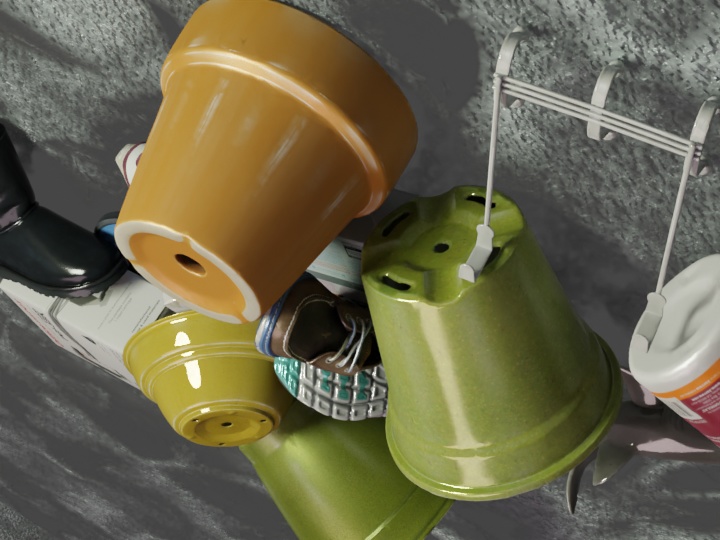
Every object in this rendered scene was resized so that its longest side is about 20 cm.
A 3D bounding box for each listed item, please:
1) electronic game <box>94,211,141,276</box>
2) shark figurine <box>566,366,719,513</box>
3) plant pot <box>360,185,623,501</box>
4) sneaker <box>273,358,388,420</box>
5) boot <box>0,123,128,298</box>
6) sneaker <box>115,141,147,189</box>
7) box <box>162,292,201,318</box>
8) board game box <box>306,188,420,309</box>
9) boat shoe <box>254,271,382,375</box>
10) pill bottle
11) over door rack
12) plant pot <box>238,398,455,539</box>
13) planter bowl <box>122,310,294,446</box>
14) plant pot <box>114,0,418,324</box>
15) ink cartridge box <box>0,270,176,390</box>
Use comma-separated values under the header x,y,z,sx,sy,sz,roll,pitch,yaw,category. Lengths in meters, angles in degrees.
x,y,z,sx,sy,sz,roll,pitch,yaw,category
-0.185,0.005,1.605,0.199,0.042,0.200,24,156,11,electronic game
0.221,0.158,1.379,0.128,0.090,0.214,38,153,-16,shark figurine
0.088,0.043,1.222,0.200,0.201,0.185,11,139,36,plant pot
0.004,0.110,1.514,0.199,0.078,0.091,16,174,-21,sneaker
-0.338,-0.065,1.559,0.199,0.076,0.169,12,136,31,boot
-0.145,-0.047,1.437,0.090,0.075,0.200,25,158,46,sneaker
-0.122,0.047,1.530,0.039,0.042,0.200,-20,149,23,box
0.000,0.000,1.362,0.147,0.064,0.200,17,152,29,board game box
-0.024,0.047,1.271,0.072,0.073,0.200,23,-177,16,boat shoe
0.302,0.089,1.133,0.200,0.115,0.114,37,155,-17,pill bottle
0.152,-0.058,1.049,0.147,0.067,0.201,22,134,17,over door rack
-0.020,0.205,1.661,0.193,0.200,0.200,46,154,-6,plant pot
-0.132,0.118,1.528,0.199,0.084,0.201,-4,152,-2,planter bowl
-0.084,-0.069,1.169,0.199,0.184,0.200,24,156,12,plant pot
-0.264,0.054,1.665,0.199,0.083,0.147,24,161,30,ink cartridge box
